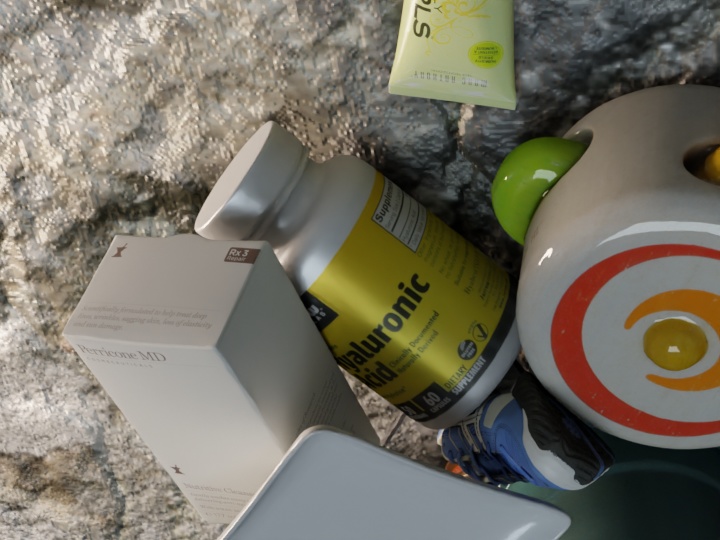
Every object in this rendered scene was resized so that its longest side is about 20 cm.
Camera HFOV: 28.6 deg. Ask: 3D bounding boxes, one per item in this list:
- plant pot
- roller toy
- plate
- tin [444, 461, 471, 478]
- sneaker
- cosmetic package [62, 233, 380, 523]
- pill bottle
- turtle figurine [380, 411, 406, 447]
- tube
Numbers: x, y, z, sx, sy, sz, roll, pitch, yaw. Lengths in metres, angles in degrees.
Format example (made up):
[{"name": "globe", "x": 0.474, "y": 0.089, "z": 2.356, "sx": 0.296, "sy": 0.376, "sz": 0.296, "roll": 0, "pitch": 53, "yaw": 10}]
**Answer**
[{"name": "plant pot", "x": 0.184, "y": 0.228, "z": 0.913, "sx": 0.197, "sy": 0.197, "sz": 0.203, "roll": 0, "pitch": 116, "yaw": 0}, {"name": "roller toy", "x": 0.183, "y": 0.003, "z": 0.801, "sx": 0.197, "sy": 0.141, "sz": 0.184, "roll": -13, "pitch": 124, "yaw": 24}, {"name": "plate", "x": -0.005, "y": 0.175, "z": 0.852, "sx": 0.198, "sy": 0.033, "sz": 0.200, "roll": 23, "pitch": 122, "yaw": -30}, {"name": "tin", "x": 0.141, "y": 0.202, "z": 1.046, "sx": 0.200, "sy": 0.042, "sz": 0.112, "roll": 41, "pitch": 132, "yaw": -18}, {"name": "sneaker", "x": 0.097, "y": 0.107, "z": 0.872, "sx": 0.076, "sy": 0.200, "sz": 0.077, "roll": 43, "pitch": 90, "yaw": -7}, {"name": "cosmetic package", "x": -0.077, "y": 0.072, "z": 0.846, "sx": 0.111, "sy": 0.082, "sz": 0.201, "roll": 2, "pitch": 142, "yaw": 30}, {"name": "pill bottle", "x": 0.000, "y": 0.000, "z": 0.871, "sx": 0.199, "sy": 0.112, "sz": 0.111, "roll": 36, "pitch": 129, "yaw": -14}, {"name": "turtle figurine", "x": -0.070, "y": 0.159, "z": 0.967, "sx": 0.143, "sy": 0.195, "sz": 0.201, "roll": 28, "pitch": 139, "yaw": 7}, {"name": "tube", "x": 0.056, "y": -0.171, "z": 0.759, "sx": 0.058, "sy": 0.052, "sz": 0.202, "roll": 43, "pitch": 148, "yaw": 34}]
